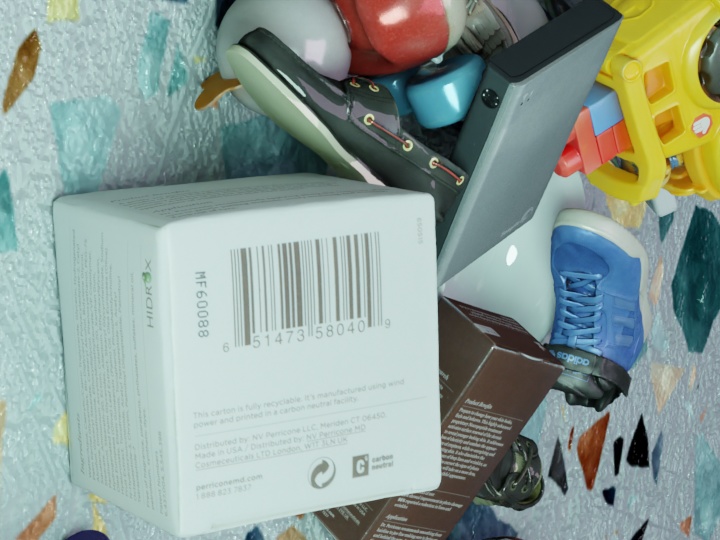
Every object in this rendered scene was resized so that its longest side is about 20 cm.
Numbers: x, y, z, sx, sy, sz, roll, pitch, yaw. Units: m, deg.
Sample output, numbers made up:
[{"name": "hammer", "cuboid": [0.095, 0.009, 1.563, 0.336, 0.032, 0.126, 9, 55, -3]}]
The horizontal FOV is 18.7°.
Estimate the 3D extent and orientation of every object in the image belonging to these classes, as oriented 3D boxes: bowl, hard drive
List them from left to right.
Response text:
[{"name": "bowl", "cuboid": [0.090, -0.016, 1.752, 0.201, 0.090, 0.202, -31, 131, -44]}, {"name": "hard drive", "cuboid": [0.108, -0.090, 1.566, 0.139, 0.033, 0.201, -35, 156, -42]}]

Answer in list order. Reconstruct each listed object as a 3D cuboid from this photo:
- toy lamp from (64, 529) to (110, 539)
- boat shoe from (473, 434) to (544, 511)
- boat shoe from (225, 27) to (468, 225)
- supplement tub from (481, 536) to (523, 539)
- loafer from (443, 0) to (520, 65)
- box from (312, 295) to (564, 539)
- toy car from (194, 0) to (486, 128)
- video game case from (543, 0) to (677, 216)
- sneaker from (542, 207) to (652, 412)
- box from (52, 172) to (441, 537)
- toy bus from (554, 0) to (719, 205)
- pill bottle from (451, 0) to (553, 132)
[{"name": "toy lamp", "cuboid": [-0.144, 0.253, 1.486, 0.200, 0.058, 0.058, 56, 50, -40]}, {"name": "boat shoe", "cuboid": [0.119, 0.159, 1.805, 0.201, 0.066, 0.072, 59, 40, -72]}, {"name": "boat shoe", "cuboid": [-0.009, -0.100, 1.460, 0.201, 0.074, 0.063, 40, 82, -29]}, {"name": "supplement tub", "cuboid": [0.076, 0.278, 1.772, 0.200, 0.106, 0.108, -2, 96, -56]}, {"name": "loafer", "cuboid": [0.056, -0.202, 1.638, 0.201, 0.072, 0.063, 60, 14, 28]}, {"name": "box", "cuboid": [0.056, 0.126, 1.669, 0.100, 0.075, 0.200, 19, 111, -51]}, {"name": "toy car", "cuboid": [-0.041, -0.166, 1.537, 0.199, 0.177, 0.185, -28, 107, -19]}, {"name": "video game case", "cuboid": [0.207, -0.168, 1.877, 0.023, 0.182, 0.201, -24, 124, -4]}, {"name": "sneaker", "cuboid": [0.183, 0.041, 1.765, 0.112, 0.076, 0.200, -64, 156, -23]}, {"name": "box", "cuboid": [-0.074, 0.047, 1.408, 0.198, 0.171, 0.201, -8, 102, -31]}, {"name": "toy bus", "cuboid": [0.221, -0.120, 1.704, 0.192, 0.136, 0.201, -36, 128, -19]}, {"name": "pill bottle", "cuboid": [0.111, -0.162, 1.757, 0.200, 0.119, 0.120, 36, 65, -52]}]
